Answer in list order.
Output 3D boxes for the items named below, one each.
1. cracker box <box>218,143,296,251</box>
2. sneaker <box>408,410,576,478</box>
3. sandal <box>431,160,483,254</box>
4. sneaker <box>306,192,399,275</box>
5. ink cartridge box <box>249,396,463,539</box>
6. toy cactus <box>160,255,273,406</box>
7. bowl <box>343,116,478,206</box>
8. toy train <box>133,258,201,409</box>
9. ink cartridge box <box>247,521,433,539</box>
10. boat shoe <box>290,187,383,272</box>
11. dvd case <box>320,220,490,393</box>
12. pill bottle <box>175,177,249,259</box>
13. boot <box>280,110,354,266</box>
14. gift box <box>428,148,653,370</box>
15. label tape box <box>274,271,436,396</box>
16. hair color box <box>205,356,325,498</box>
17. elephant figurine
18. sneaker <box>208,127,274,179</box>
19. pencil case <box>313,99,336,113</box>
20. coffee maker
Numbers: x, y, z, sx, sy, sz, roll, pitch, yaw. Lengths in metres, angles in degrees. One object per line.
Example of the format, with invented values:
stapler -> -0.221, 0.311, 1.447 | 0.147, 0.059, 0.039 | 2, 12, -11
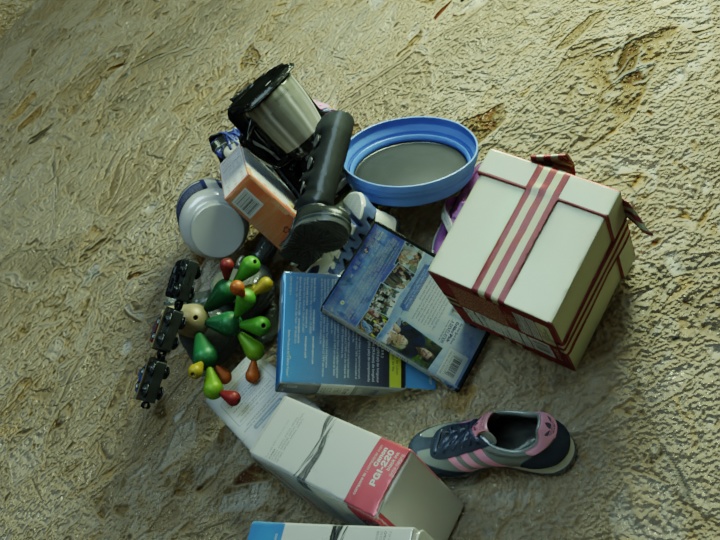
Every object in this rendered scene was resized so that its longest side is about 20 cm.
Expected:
cracker box -> -0.149, -0.111, 1.362 | 0.058, 0.134, 0.200 | -44, 22, 8
sneaker -> 0.131, 0.182, 0.979 | 0.198, 0.082, 0.071 | -11, 48, 29
sandal -> 0.143, -0.082, 1.230 | 0.082, 0.050, 0.204 | 0, 53, 36
sneaker -> 0.000, -0.001, 1.232 | 0.201, 0.114, 0.081 | -61, 29, 20
ink cartridge box -> -0.005, 0.232, 0.984 | 0.198, 0.146, 0.085 | 13, 62, 41
toy cactus -> -0.198, 0.072, 1.181 | 0.163, 0.102, 0.203 | 4, 79, 25
bowl -> 0.071, -0.158, 1.275 | 0.198, 0.040, 0.202 | -5, 37, 4
toy train -> -0.256, 0.081, 1.163 | 0.046, 0.034, 0.202 | 11, 82, 49
ink cartridge box -> -0.006, 0.323, 0.904 | 0.198, 0.145, 0.085 | -8, 50, 31
boat shoe -> -0.023, -0.068, 1.327 | 0.202, 0.061, 0.072 | -50, 18, -13
dvd case -> 0.069, 0.042, 1.108 | 0.199, 0.018, 0.143 | 30, 66, 7
pill bottle -> -0.235, -0.080, 1.411 | 0.111, 0.111, 0.200 | -40, 19, -2
boot -> -0.039, -0.122, 1.180 | 0.164, 0.065, 0.202 | -26, 42, 59
gift box -> 0.217, -0.013, 1.010 | 0.198, 0.185, 0.188 | 24, 78, 26
label tape box -> -0.007, 0.084, 1.131 | 0.197, 0.066, 0.145 | 5, 70, -11
hair color box -> -0.111, 0.195, 1.160 | 0.099, 0.061, 0.199 | -47, 41, -9
elephant figurine -> -0.178, 0.043, 1.296 | 0.199, 0.142, 0.156 | -32, 81, -7
sneaker -> -0.185, -0.220, 1.480 | 0.081, 0.114, 0.201 | 46, 119, 41
pencil case -> -0.110, -0.263, 1.550 | 0.088, 0.088, 0.199 | -47, 41, -10
coffee maker -> -0.098, -0.210, 1.380 | 0.134, 0.200, 0.192 | -38, 21, 7
